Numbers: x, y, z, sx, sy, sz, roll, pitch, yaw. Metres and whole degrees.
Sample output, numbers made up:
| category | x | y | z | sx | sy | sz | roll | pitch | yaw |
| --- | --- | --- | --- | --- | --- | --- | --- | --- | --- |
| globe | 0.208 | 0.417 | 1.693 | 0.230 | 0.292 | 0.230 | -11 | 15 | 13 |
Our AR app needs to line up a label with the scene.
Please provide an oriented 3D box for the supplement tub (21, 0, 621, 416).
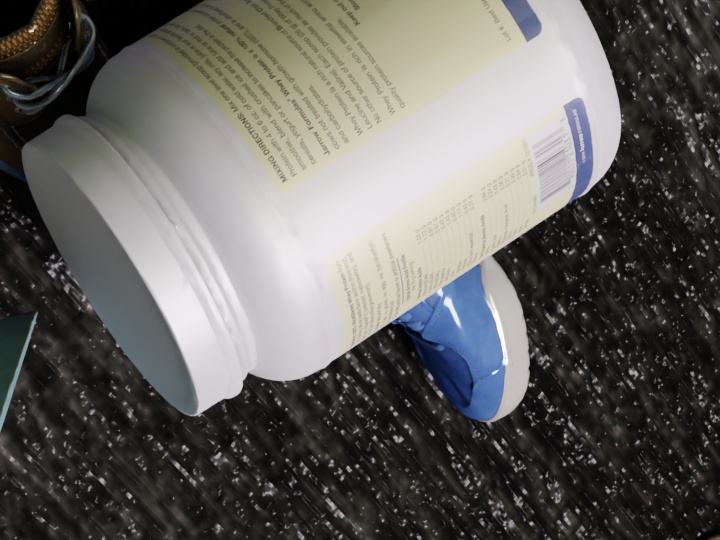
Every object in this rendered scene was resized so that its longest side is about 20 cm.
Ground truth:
| category | x | y | z | sx | sy | sz | roll | pitch | yaw |
| --- | --- | --- | --- | --- | --- | --- | --- | --- | --- |
| supplement tub | -0.016 | -0.048 | 0.943 | 0.200 | 0.145 | 0.145 | -33 | 122 | -16 |

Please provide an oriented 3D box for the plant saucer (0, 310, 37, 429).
| category | x | y | z | sx | sy | sz | roll | pitch | yaw |
| --- | --- | --- | --- | --- | --- | --- | --- | --- | --- |
| plant saucer | -0.173 | 0.106 | 0.949 | 0.036 | 0.200 | 0.201 | 18 | 96 | -6 |

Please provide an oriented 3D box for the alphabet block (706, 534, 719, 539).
| category | x | y | z | sx | sy | sz | roll | pitch | yaw |
| --- | --- | --- | --- | --- | --- | --- | --- | --- | --- |
| alphabet block | 0.198 | 0.289 | 1.246 | 0.195 | 0.200 | 0.197 | -28 | 120 | -25 |

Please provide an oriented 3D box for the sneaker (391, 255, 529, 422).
| category | x | y | z | sx | sy | sz | roll | pitch | yaw |
| --- | --- | --- | --- | --- | --- | --- | --- | --- | --- |
| sneaker | -0.001 | 0.000 | 1.080 | 0.111 | 0.077 | 0.200 | -34 | 118 | -28 |

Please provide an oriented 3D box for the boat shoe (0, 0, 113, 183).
| category | x | y | z | sx | sy | sz | roll | pitch | yaw |
| --- | --- | --- | --- | --- | --- | --- | --- | --- | --- |
| boat shoe | -0.144 | -0.093 | 0.953 | 0.072 | 0.072 | 0.200 | -50 | 127 | -10 |
